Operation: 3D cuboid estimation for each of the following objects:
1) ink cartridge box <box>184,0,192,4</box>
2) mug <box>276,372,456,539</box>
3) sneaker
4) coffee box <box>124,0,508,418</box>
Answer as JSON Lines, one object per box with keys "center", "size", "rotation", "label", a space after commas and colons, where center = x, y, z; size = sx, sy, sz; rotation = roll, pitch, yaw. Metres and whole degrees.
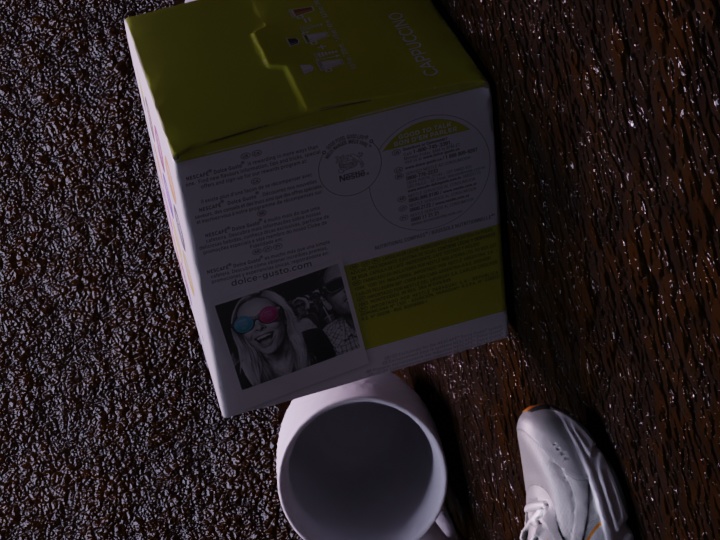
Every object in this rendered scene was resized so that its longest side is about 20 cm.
{"center": [-0.079, -0.134, 1.316], "size": [0.200, 0.040, 0.202], "rotation": [55, -150, -44], "label": "ink cartridge box"}
{"center": [0.015, 0.177, 1.512], "size": [0.200, 0.147, 0.175], "rotation": [47, -174, -11], "label": "mug"}
{"center": [0.110, 0.178, 0.949], "size": [0.076, 0.091, 0.202], "rotation": [120, 136, -78], "label": "sneaker"}
{"center": [-0.029, -0.063, 1.106], "size": [0.200, 0.198, 0.200], "rotation": [-116, 15, -53], "label": "coffee box"}
